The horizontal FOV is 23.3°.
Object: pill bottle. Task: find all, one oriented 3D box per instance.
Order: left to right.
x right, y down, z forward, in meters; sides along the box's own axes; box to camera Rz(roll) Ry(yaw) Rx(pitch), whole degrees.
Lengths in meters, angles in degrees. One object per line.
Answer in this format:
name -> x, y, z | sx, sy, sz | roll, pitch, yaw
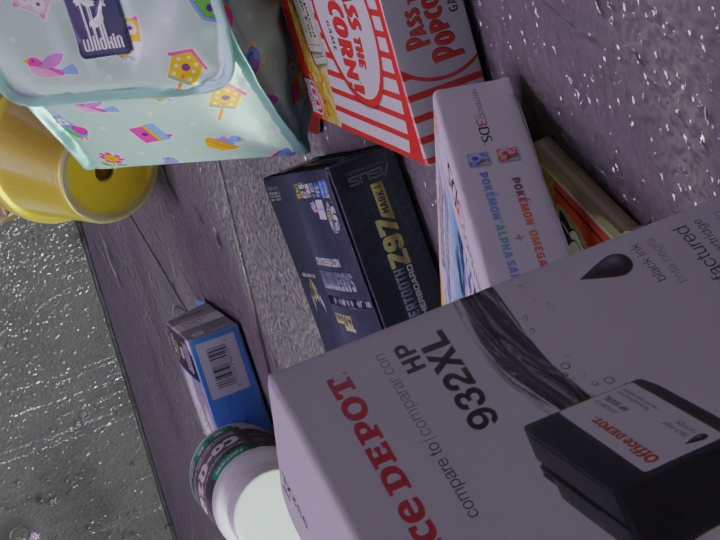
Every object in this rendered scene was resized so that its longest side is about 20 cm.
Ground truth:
pill bottle -> -0.106, 0.230, 1.812 | 0.200, 0.113, 0.114 | -162, 52, -73

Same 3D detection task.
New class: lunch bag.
lunch bag -> -0.131, -0.149, 1.059 | 0.200, 0.170, 0.123 | 53, -142, -60

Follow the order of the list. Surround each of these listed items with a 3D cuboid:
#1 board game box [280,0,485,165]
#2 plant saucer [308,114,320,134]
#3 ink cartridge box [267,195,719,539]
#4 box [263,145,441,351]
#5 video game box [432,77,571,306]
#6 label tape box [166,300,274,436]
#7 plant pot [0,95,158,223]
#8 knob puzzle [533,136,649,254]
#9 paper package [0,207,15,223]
board game box -> 0.002, -0.149, 0.952 | 0.200, 0.046, 0.152 | -147, 39, -68
plant saucer -> -0.082, -0.218, 1.209 | 0.200, 0.037, 0.200 | 95, 151, -60
ink cartridge box -> 0.085, 0.075, 0.621 | 0.084, 0.199, 0.145 | 85, 160, -50
box -> 0.000, 0.000, 1.175 | 0.200, 0.051, 0.158 | -172, 61, -75
video game box -> 0.072, 0.041, 0.841 | 0.183, 0.047, 0.201 | -99, 3, -48
label tape box -> -0.168, 0.121, 1.997 | 0.200, 0.066, 0.144 | -160, 50, -71
plant pot -> -0.338, -0.141, 2.043 | 0.189, 0.200, 0.202 | 27, 138, 50
knob puzzle -> 0.127, 0.062, 0.809 | 0.220, 0.030, 0.221 | 159, 90, -77
paper package -> -0.409, -0.145, 2.282 | 0.104, 0.190, 0.200 | 66, 168, -4
